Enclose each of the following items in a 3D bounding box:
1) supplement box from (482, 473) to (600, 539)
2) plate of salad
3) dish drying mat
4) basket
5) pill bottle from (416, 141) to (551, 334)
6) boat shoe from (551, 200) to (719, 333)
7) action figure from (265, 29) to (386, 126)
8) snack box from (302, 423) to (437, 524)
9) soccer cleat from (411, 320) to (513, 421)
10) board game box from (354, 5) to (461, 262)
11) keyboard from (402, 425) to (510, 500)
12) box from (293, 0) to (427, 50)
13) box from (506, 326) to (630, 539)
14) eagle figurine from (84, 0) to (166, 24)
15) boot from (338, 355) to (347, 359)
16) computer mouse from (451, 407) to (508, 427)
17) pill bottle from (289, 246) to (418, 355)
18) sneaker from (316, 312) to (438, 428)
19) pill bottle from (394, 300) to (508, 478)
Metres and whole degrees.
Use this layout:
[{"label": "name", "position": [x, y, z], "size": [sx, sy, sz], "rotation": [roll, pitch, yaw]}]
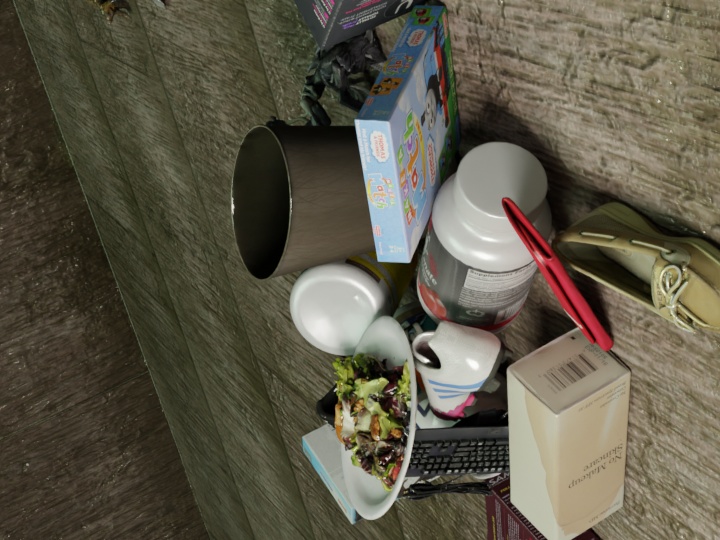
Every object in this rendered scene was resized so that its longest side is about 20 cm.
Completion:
[{"label": "supplement box", "position": [0.215, 0.315, 1.583], "size": [0.200, 0.061, 0.109], "rotation": [46, 153, 43]}, {"label": "plate of salad", "position": [0.007, 0.143, 1.414], "size": [0.200, 0.048, 0.201], "rotation": [-172, 90, -70]}, {"label": "dish drying mat", "position": [0.172, 0.008, 1.252], "size": [0.077, 0.018, 0.200], "rotation": [56, -175, 34]}, {"label": "basket", "position": [-0.012, -0.079, 1.449], "size": [0.136, 0.199, 0.181], "rotation": [66, 150, 29]}, {"label": "pill bottle", "position": [0.117, -0.030, 1.338], "size": [0.111, 0.110, 0.200], "rotation": [56, 159, 24]}, {"label": "boat shoe", "position": [0.232, 0.004, 1.142], "size": [0.201, 0.063, 0.073], "rotation": [41, 150, 51]}, {"label": "action figure", "position": [-0.021, -0.186, 1.533], "size": [0.200, 0.102, 0.119], "rotation": [-52, 24, 28]}, {"label": "snack box", "position": [0.046, 0.199, 1.676], "size": [0.116, 0.199, 0.037], "rotation": [52, 159, 35]}, {"label": "soccer cleat", "position": [0.086, 0.091, 1.397], "size": [0.086, 0.070, 0.200], "rotation": [27, 160, -1]}, {"label": "board game box", "position": [0.047, -0.127, 1.315], "size": [0.036, 0.200, 0.152], "rotation": [5, 130, 19]}, {"label": "keyboard", "position": [0.115, 0.199, 1.463], "size": [0.127, 0.199, 0.021], "rotation": [116, 147, -44]}, {"label": "box", "position": [0.009, -0.300, 1.269], "size": [0.106, 0.122, 0.200], "rotation": [61, 161, 9]}, {"label": "box", "position": [0.200, 0.163, 1.384], "size": [0.078, 0.095, 0.201], "rotation": [44, 154, 40]}, {"label": "eagle figurine", "position": [-0.350, -0.465, 2.082], "size": [0.151, 0.151, 0.201], "rotation": [21, 113, 7]}, {"label": "boot", "position": [0.003, 0.037, 1.822], "size": [0.187, 0.064, 0.200], "rotation": [65, 157, -6]}, {"label": "computer mouse", "position": [0.143, 0.133, 1.445], "size": [0.200, 0.058, 0.034], "rotation": [-48, 43, 29]}, {"label": "pill bottle", "position": [0.000, 0.000, 1.566], "size": [0.200, 0.109, 0.110], "rotation": [-61, -41, -58]}, {"label": "sneaker", "position": [0.034, 0.105, 1.523], "size": [0.200, 0.080, 0.072], "rotation": [-47, 51, 22]}, {"label": "pill bottle", "position": [0.099, 0.133, 1.590], "size": [0.200, 0.111, 0.111], "rotation": [49, 156, 40]}]
